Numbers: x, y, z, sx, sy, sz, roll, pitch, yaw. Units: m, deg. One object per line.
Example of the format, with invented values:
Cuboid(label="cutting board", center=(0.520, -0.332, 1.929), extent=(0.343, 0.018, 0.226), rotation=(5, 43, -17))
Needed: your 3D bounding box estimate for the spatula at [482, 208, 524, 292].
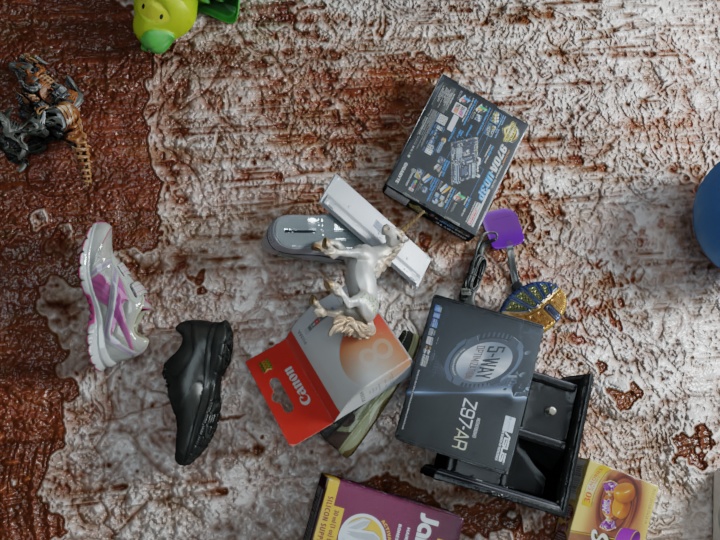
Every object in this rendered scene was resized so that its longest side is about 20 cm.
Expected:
Cuboid(label="spatula", center=(0.235, 0.003, 1.204), extent=(0.055, 0.021, 0.205), rotation=(-14, 85, -4))

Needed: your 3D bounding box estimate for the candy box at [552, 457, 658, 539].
Cuboid(label="candy box", center=(0.344, 0.389, 1.143), extent=(0.114, 0.056, 0.204), rotation=(21, 78, -4))

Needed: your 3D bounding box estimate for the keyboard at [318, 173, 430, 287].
Cuboid(label="keyboard", center=(0.024, -0.057, 1.156), extent=(0.199, 0.011, 0.057), rotation=(41, 54, -18))

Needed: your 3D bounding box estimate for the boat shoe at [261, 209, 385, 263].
Cuboid(label="boat shoe", center=(-0.051, -0.049, 1.152), extent=(0.196, 0.066, 0.075), rotation=(7, 74, -29))

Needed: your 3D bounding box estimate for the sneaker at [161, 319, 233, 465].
Cuboid(label="sneaker", center=(-0.235, 0.165, 1.098), extent=(0.088, 0.076, 0.205), rotation=(9, 73, 4))

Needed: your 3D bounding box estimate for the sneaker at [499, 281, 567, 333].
Cuboid(label="sneaker", center=(0.219, 0.095, 1.159), extent=(0.199, 0.089, 0.075), rotation=(-38, 70, -15))

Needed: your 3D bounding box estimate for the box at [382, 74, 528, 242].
Cuboid(label="box", center=(0.145, -0.172, 1.206), extent=(0.157, 0.046, 0.203), rotation=(28, 79, -3))

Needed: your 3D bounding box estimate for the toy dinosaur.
Cuboid(label="toy dinosaur", center=(-0.442, -0.212, 1.113), extent=(0.135, 0.103, 0.200), rotation=(-33, 65, -27))

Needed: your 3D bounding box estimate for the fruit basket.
Cuboid(label="fruit basket", center=(-0.270, -0.427, 1.147), extent=(0.210, 0.156, 0.220), rotation=(6, 64, -13))

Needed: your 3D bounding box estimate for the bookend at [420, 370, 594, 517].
Cuboid(label="bookend", center=(0.210, 0.222, 1.131), extent=(0.194, 0.092, 0.204), rotation=(18, 78, -5))

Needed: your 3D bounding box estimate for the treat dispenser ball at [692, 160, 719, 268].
Cuboid(label="treat dispenser ball", center=(0.601, -0.085, 1.177), extent=(0.196, 0.201, 0.206), rotation=(1, 81, -7))

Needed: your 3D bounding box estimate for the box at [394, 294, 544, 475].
Cuboid(label="box", center=(0.147, 0.153, 1.067), extent=(0.157, 0.044, 0.204), rotation=(16, 79, 11))

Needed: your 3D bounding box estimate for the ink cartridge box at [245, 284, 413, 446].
Cuboid(label="ink cartridge box", center=(-0.049, 0.122, 1.097), extent=(0.197, 0.051, 0.163), rotation=(-27, 54, -13))

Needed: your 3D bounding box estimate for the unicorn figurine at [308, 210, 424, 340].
Cuboid(label="unicorn figurine", center=(0.000, 0.000, 1.093), extent=(0.135, 0.073, 0.205), rotation=(16, 79, -31))

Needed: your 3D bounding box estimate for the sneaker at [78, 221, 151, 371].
Cuboid(label="sneaker", center=(-0.337, 0.032, 1.097), extent=(0.086, 0.081, 0.205), rotation=(-7, 90, -10))

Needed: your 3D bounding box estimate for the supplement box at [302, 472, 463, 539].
Cuboid(label="supplement box", center=(0.024, 0.370, 1.078), extent=(0.196, 0.103, 0.134), rotation=(17, 78, -5))

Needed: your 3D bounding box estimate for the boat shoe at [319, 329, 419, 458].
Cuboid(label="boat shoe", center=(0.013, 0.164, 1.123), extent=(0.065, 0.072, 0.203), rotation=(33, 78, -1))

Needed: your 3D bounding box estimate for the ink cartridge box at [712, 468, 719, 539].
Cuboid(label="ink cartridge box", center=(0.636, 0.378, 1.170), extent=(0.195, 0.086, 0.150), rotation=(6, 80, -8))

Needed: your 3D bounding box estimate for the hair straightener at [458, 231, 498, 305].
Cuboid(label="hair straightener", center=(0.166, 0.034, 1.161), extent=(0.040, 0.077, 0.204), rotation=(20, 80, 8))
